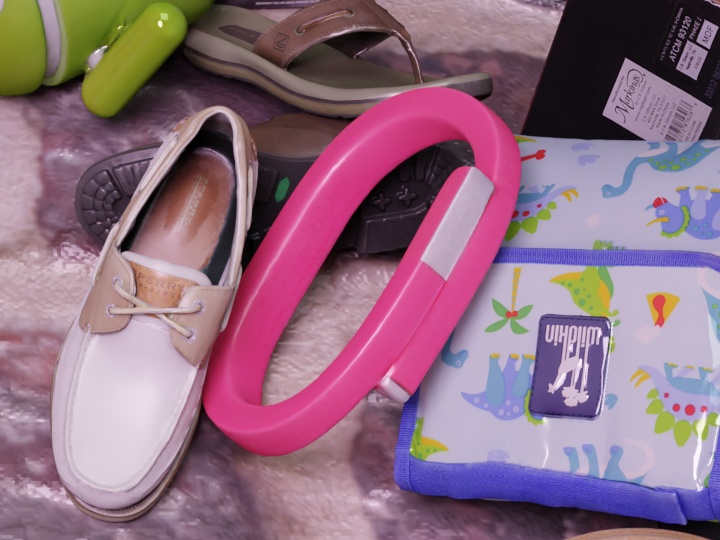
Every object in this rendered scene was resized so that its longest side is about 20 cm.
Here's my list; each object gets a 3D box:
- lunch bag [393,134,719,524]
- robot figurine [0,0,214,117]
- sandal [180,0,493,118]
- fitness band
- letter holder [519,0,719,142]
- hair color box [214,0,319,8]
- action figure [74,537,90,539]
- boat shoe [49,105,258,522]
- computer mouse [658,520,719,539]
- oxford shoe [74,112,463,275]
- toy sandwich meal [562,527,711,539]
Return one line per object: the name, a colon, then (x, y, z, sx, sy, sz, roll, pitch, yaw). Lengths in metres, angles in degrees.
lunch bag: (0.121, 0.032, 1.134, 0.169, 0.128, 0.201, 2, 47, 28)
robot figurine: (-0.155, -0.165, 1.269, 0.199, 0.116, 0.176, -26, 74, -25)
sandal: (-0.020, -0.121, 1.273, 0.200, 0.058, 0.080, 21, 21, 35)
fitness band: (0.000, 0.000, 1.130, 0.037, 0.143, 0.201, 40, 74, -29)
letter holder: (0.165, -0.105, 1.256, 0.100, 0.201, 0.142, 31, 45, 14)
hair color box: (-0.026, -0.240, 1.331, 0.099, 0.201, 0.061, -6, 48, -22)
action figure: (-0.104, 0.196, 0.950, 0.198, 0.105, 0.195, -1, 56, -15)
boat shoe: (-0.097, 0.014, 1.112, 0.074, 0.068, 0.201, 15, 67, -3)
computer mouse: (0.203, 0.138, 1.139, 0.139, 0.046, 0.201, 17, 44, 1)
oxford shoe: (-0.052, -0.043, 1.236, 0.198, 0.073, 0.084, -2, 24, -17)
toy sandwich meal: (0.125, 0.204, 1.026, 0.203, 0.070, 0.206, -4, 53, 5)
